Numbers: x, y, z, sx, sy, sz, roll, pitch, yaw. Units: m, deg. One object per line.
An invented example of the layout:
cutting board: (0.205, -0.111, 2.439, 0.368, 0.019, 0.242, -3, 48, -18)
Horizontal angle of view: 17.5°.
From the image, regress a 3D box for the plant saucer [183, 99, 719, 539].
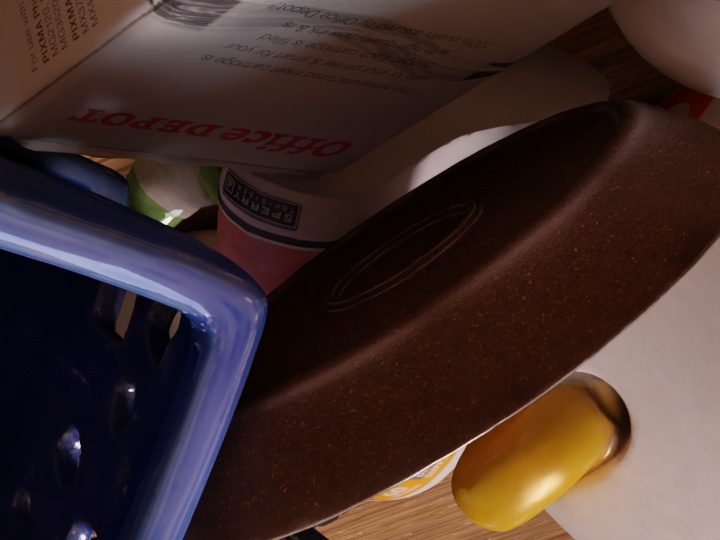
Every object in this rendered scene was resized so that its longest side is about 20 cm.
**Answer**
plant saucer: (0.020, 0.007, 0.675, 0.200, 0.035, 0.200, -33, -170, 6)

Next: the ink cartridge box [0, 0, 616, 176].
ink cartridge box: (0.000, -0.107, 0.657, 0.145, 0.084, 0.200, 4, 155, -46)

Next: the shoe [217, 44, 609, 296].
shoe: (0.015, -0.020, 0.840, 0.200, 0.071, 0.091, -27, 138, -49)

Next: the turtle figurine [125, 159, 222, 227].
turtle figurine: (-0.123, 0.030, 0.826, 0.194, 0.144, 0.200, -45, -167, 24)

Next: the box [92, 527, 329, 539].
box: (-0.088, 0.177, 0.945, 0.181, 0.105, 0.200, -11, -171, -15)

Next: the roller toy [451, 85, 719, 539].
roller toy: (0.122, 0.016, 0.869, 0.200, 0.140, 0.182, -44, -175, 12)

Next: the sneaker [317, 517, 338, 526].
sneaker: (0.011, 0.043, 1.147, 0.200, 0.081, 0.074, -40, 159, 10)

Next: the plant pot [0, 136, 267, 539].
plant pot: (-0.165, 0.039, 0.665, 0.199, 0.201, 0.180, 20, -168, -20)

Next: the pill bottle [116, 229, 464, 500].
pill bottle: (-0.044, 0.043, 1.020, 0.116, 0.117, 0.199, -28, 159, 34)

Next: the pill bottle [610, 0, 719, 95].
pill bottle: (0.172, -0.101, 0.745, 0.116, 0.117, 0.199, -29, 158, 36)
